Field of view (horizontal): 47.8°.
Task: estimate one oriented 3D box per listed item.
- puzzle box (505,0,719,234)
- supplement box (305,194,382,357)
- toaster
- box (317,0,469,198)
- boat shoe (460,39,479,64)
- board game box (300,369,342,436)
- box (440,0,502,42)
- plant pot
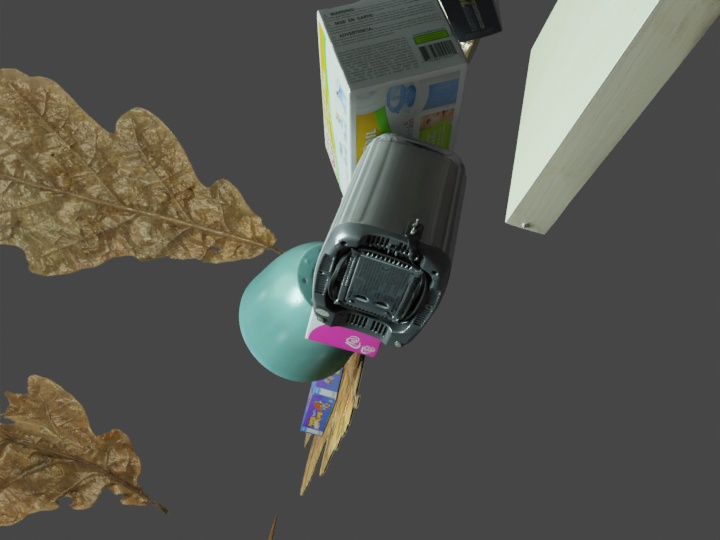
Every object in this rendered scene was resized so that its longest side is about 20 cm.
[{"bbox_3d":[0.122,-0.121,0.387,0.200,0.025,0.133,113,172,-62],"label":"puzzle box"},{"bbox_3d":[0.000,0.000,1.093,0.103,0.101,0.200,110,175,-48],"label":"supplement box"},{"bbox_3d":[0.028,-0.031,0.731,0.200,0.113,0.129,107,180,-57],"label":"toaster"},{"bbox_3d":[0.027,-0.153,0.787,0.200,0.112,0.102,89,164,-61],"label":"box"},{"bbox_3d":[0.126,-0.310,0.917,0.065,0.072,0.200,-24,-44,-44],"label":"boat shoe"},{"bbox_3d":[-0.066,0.207,1.615,0.135,0.045,0.200,110,175,-46],"label":"board game box"},{"bbox_3d":[0.086,-0.342,0.765,0.158,0.051,0.200,32,-130,-69],"label":"box"},{"bbox_3d":[-0.066,0.048,1.235,0.161,0.200,0.201,-47,24,54],"label":"plant pot"}]
